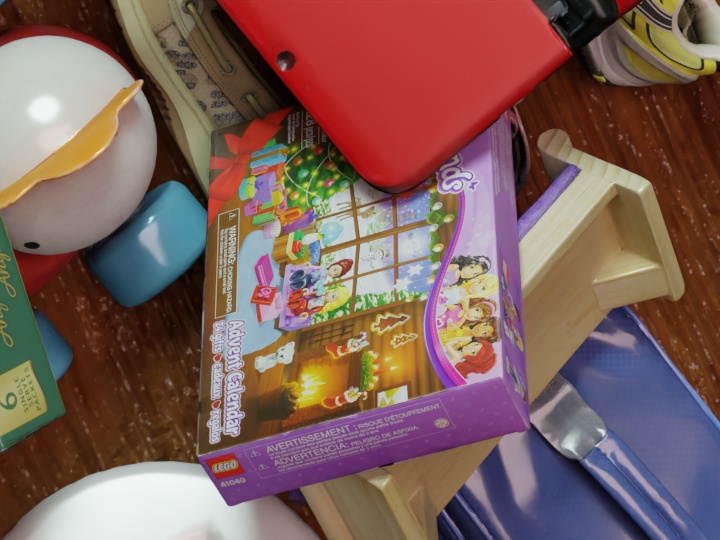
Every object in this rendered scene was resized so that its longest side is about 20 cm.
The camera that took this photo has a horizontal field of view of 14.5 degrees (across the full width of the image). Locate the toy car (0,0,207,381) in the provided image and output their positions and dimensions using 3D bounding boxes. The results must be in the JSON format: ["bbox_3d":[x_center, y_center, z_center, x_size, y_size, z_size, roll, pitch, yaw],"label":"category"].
[{"bbox_3d":[-0.158,-0.042,1.250,0.177,0.200,0.184,-41,100,-14],"label":"toy car"}]

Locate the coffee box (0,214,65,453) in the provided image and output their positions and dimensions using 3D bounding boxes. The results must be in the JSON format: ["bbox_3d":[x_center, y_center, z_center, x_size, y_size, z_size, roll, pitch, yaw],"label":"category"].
[{"bbox_3d":[-0.221,0.019,1.228,0.044,0.200,0.123,-28,105,-44],"label":"coffee box"}]

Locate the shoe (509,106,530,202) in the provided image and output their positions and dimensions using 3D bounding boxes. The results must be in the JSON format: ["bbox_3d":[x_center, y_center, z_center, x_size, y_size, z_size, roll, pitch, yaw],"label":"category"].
[{"bbox_3d":[0.050,-0.101,1.345,0.071,0.091,0.201,8,104,-35],"label":"shoe"}]

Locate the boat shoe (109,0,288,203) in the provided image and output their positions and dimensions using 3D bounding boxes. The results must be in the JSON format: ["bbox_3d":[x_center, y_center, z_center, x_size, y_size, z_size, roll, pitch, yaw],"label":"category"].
[{"bbox_3d":[-0.076,-0.112,1.318,0.063,0.073,0.200,-24,125,1],"label":"boat shoe"}]

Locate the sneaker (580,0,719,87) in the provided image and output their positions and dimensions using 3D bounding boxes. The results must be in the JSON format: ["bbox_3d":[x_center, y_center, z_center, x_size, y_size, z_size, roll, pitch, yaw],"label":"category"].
[{"bbox_3d":[0.129,-0.170,1.363,0.200,0.076,0.076,57,48,-43],"label":"sneaker"}]

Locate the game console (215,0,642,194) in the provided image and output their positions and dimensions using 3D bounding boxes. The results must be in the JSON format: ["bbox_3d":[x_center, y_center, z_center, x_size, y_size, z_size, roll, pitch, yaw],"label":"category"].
[{"bbox_3d":[0.023,-0.163,1.248,0.200,0.119,0.172,51,36,0],"label":"game console"}]

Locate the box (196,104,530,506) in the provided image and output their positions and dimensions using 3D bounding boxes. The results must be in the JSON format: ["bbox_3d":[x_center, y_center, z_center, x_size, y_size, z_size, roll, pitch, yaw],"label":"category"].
[{"bbox_3d":[0.000,0.000,1.229,0.136,0.200,0.039,-15,134,14],"label":"box"}]

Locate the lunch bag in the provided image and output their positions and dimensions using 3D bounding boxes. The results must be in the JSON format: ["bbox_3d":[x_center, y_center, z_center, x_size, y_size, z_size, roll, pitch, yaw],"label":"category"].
[{"bbox_3d":[0.108,0.112,1.367,0.136,0.132,0.200,-42,101,-13],"label":"lunch bag"}]

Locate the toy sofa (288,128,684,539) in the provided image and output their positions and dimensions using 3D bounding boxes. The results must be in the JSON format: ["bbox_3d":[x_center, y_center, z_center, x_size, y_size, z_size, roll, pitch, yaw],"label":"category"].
[{"bbox_3d":[0.046,0.034,1.263,0.200,0.097,0.083,-48,140,-20],"label":"toy sofa"}]

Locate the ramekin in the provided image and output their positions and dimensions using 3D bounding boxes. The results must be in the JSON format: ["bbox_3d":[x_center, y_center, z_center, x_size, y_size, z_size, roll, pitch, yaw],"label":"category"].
[{"bbox_3d":[-0.088,0.184,1.282,0.200,0.098,0.201,0,68,0],"label":"ramekin"}]
